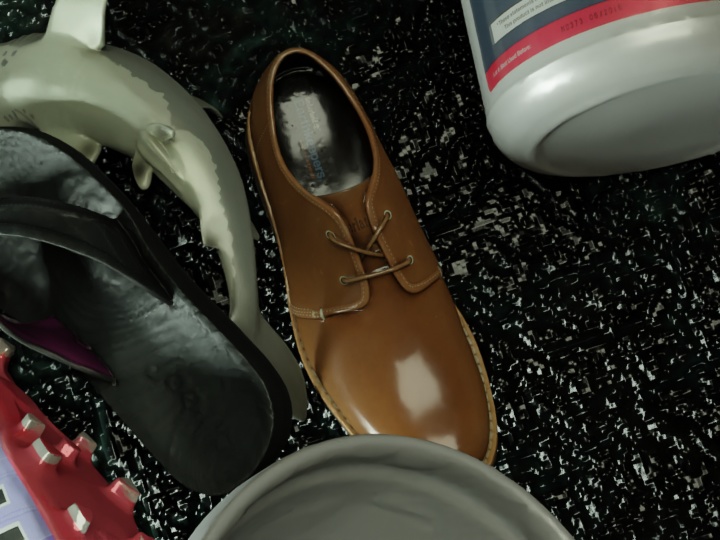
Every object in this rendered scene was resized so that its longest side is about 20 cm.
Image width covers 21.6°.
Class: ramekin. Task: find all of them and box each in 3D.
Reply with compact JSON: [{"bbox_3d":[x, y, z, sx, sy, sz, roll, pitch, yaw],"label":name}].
[{"bbox_3d":[-0.001,0.172,0.684,0.198,0.105,0.202,14,59,-25],"label":"ramekin"}]

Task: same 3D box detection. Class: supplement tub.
[{"bbox_3d":[0.104,-0.153,0.790,0.139,0.140,0.202,-10,75,-3],"label":"supplement tub"}]

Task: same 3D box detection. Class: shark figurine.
[{"bbox_3d":[-0.077,-0.046,0.796,0.214,0.089,0.129,45,112,19],"label":"shark figurine"}]

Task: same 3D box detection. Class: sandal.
[{"bbox_3d":[-0.109,0.008,0.739,0.200,0.048,0.076,39,109,22],"label":"sandal"}]

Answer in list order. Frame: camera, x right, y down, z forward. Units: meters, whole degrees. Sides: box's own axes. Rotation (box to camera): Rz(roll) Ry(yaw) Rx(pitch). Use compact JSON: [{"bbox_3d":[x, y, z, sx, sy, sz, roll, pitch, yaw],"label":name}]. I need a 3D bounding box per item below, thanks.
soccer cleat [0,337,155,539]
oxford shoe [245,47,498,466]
[{"bbox_3d":[-0.147,0.080,0.734,0.077,0.067,0.200,-50,49,5],"label":"soccer cleat"},{"bbox_3d":[0.000,0.000,0.784,0.071,0.071,0.201,-24,77,-9],"label":"oxford shoe"}]
